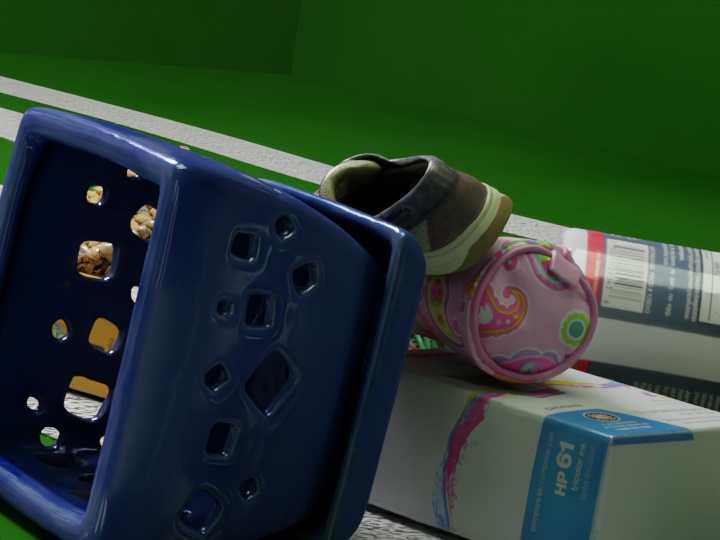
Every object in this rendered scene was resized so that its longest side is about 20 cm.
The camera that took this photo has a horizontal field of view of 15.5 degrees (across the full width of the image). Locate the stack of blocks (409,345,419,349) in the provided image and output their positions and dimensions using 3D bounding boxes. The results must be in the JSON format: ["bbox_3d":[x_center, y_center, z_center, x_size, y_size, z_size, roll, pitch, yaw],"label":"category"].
[{"bbox_3d":[-0.026,0.080,1.607,0.199,0.059,0.115,3,10,-37],"label":"stack of blocks"}]

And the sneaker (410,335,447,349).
[{"bbox_3d":[0.047,0.053,1.753,0.088,0.077,0.200,-22,-5,-33],"label":"sneaker"}]

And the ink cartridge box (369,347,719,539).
[{"bbox_3d":[0.098,0.104,1.493,0.199,0.085,0.144,14,9,41],"label":"ink cartridge box"}]

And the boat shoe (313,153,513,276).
[{"bbox_3d":[0.005,-0.034,1.488,0.066,0.072,0.200,47,-26,-23],"label":"boat shoe"}]

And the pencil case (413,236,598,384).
[{"bbox_3d":[0.058,0.007,1.524,0.087,0.088,0.200,6,8,-22],"label":"pencil case"}]

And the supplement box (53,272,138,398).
[{"bbox_3d":[-0.200,0.034,1.712,0.199,0.067,0.069,15,7,30],"label":"supplement box"}]

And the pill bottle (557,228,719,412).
[{"bbox_3d":[0.212,0.048,1.636,0.198,0.121,0.120,10,8,0],"label":"pill bottle"}]

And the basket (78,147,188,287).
[{"bbox_3d":[-0.135,0.019,1.847,0.142,0.150,0.200,-27,17,-10],"label":"basket"}]

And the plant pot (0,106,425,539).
[{"bbox_3d":[-0.086,0.038,1.388,0.179,0.202,0.200,12,4,-33],"label":"plant pot"}]
